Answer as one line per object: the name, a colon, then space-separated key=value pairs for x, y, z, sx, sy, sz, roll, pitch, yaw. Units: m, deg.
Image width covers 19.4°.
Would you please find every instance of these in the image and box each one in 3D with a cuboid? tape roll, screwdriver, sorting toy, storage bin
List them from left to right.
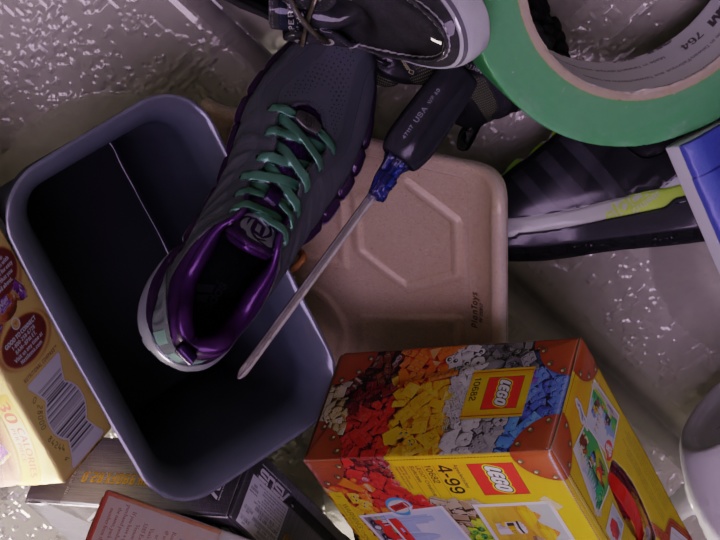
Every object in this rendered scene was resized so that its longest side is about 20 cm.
storage bin: x=-0.114 y=0.003 z=1.166 sx=0.145 sy=0.134 sz=0.201 roll=-32 pitch=107 yaw=-16
screwdriver: x=-0.001 y=-0.023 z=1.093 sx=0.029 sy=0.028 sz=0.201 roll=32 pitch=86 yaw=-8
sorting toy: x=0.000 y=0.000 z=1.187 sx=0.198 sy=0.036 sz=0.187 roll=17 pitch=129 yaw=26
tape roll: x=0.140 y=-0.165 z=1.068 sx=0.198 sy=0.048 sz=0.202 roll=-7 pitch=115 yaw=-16

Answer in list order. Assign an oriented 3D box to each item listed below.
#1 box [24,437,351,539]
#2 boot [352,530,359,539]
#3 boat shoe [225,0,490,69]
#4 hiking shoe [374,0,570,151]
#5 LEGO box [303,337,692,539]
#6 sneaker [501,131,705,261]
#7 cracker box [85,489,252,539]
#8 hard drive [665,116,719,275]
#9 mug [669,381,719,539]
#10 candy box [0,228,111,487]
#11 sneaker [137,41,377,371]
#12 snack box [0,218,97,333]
box: x=-0.080 y=0.170 z=1.258 sx=0.157 sy=0.049 sz=0.200 roll=-1 pitch=145 yaw=34
boot: x=0.111 y=0.177 z=1.302 sx=0.200 sy=0.073 sz=0.150 roll=44 pitch=118 yaw=-11
boat shoe: x=-0.028 y=-0.145 z=1.058 sx=0.199 sy=0.066 sz=0.070 roll=32 pitch=144 yaw=27
hiking shoe: x=0.020 y=-0.146 z=1.114 sx=0.100 sy=0.076 sz=0.200 roll=-39 pitch=111 yaw=21
LEGO box: x=0.082 y=0.131 z=1.150 sx=0.148 sy=0.078 sz=0.201 roll=-5 pitch=136 yaw=30
sneaker: x=0.123 y=-0.053 z=1.179 sx=0.198 sy=0.072 sz=0.084 roll=-5 pitch=82 yaw=18
cracker box: x=-0.061 y=0.202 z=1.185 sx=0.198 sy=0.058 sz=0.134 roll=18 pitch=153 yaw=3
hard drive: x=0.257 y=-0.005 z=1.133 sx=0.131 sy=0.025 sz=0.201 roll=-29 pitch=100 yaw=-21
mug: x=0.253 y=0.153 z=1.227 sx=0.200 sy=0.148 sz=0.176 roll=-38 pitch=102 yaw=18
candy box: x=-0.235 y=0.027 z=1.171 sx=0.116 sy=0.057 sz=0.201 roll=-6 pitch=122 yaw=36
sneaker: x=-0.041 y=-0.036 z=1.069 sx=0.074 sy=0.087 sz=0.201 roll=28 pitch=84 yaw=-13
snack box: x=-0.269 y=0.040 z=1.265 sx=0.142 sy=0.053 sz=0.200 roll=39 pitch=115 yaw=-16
